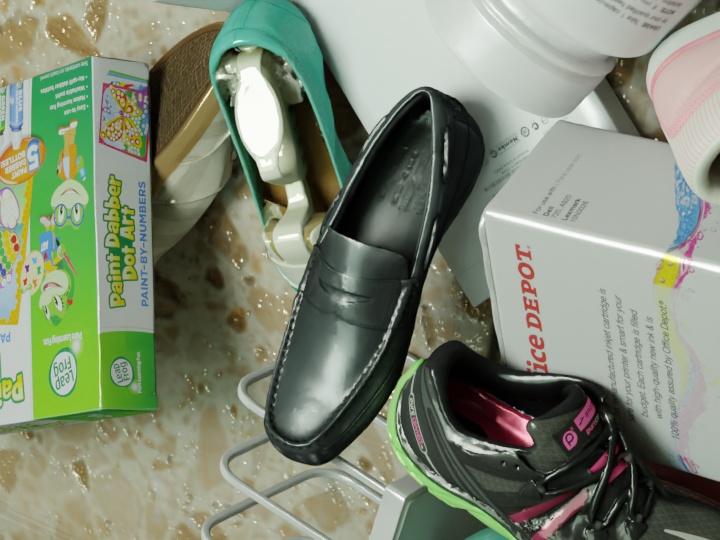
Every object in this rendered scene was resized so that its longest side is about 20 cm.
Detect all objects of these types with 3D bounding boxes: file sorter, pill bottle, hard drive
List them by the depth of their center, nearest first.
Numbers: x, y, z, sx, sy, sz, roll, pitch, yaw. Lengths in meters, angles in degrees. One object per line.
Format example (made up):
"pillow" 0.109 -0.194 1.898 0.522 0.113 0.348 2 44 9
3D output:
"pill bottle" 0.126 -0.172 1.085 0.113 0.113 0.200 48 119 12
"hard drive" 0.057 -0.098 1.218 0.132 0.027 0.200 -34 86 36
"file sorter" -0.011 0.155 1.276 0.124 0.139 0.200 30 119 26

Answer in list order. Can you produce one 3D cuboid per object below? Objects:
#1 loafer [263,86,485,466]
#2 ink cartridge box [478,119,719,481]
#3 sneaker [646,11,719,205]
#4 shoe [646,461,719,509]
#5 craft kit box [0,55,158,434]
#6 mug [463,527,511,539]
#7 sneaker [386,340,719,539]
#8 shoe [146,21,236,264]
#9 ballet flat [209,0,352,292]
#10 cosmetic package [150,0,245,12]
"loafer" 0.000 0.000 1.172 0.068 0.070 0.201 21 80 25
"ink cartridge box" 0.169 0.023 1.116 0.200 0.084 0.145 15 136 28
"sneaker" 0.223 -0.095 1.039 0.200 0.105 0.075 -29 126 23
"shoe" 0.195 0.152 1.164 0.200 0.091 0.072 25 117 25
"craft kit box" -0.193 -0.007 1.342 0.200 0.048 0.198 -12 80 47
"mug" 0.089 0.218 1.221 0.114 0.152 0.185 34 111 56
"sneaker" 0.103 0.101 1.122 0.200 0.077 0.084 27 143 9
"shoe" -0.110 -0.061 1.332 0.200 0.053 0.070 -51 40 30
"ballet flat" -0.037 -0.047 1.252 0.067 0.070 0.200 -10 109 26
"cosmetic package" -0.034 -0.224 1.197 0.200 0.071 0.102 -31 70 37
